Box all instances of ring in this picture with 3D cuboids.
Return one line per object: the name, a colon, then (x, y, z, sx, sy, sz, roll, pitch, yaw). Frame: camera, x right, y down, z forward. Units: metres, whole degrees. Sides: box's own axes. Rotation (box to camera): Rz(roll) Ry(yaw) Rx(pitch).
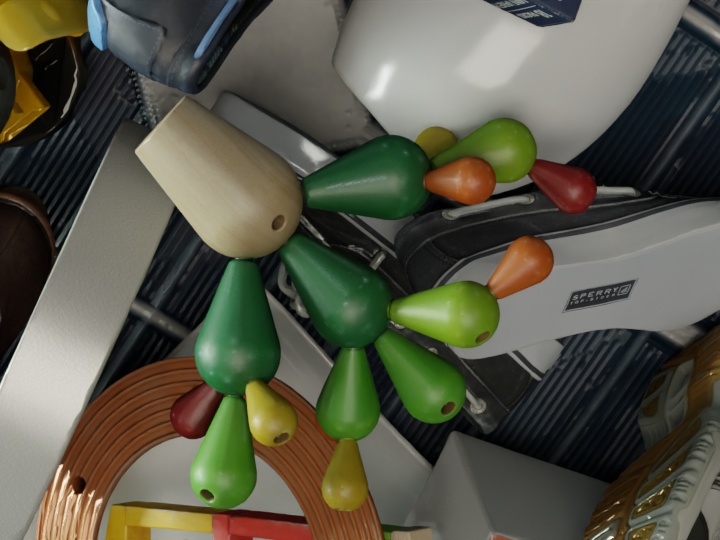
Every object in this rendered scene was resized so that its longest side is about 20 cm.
ring: (-0.066, 0.138, 1.130, 0.200, 0.019, 0.201, 1, 92, 34)

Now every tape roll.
tape roll: (-0.128, 0.031, 1.092, 0.037, 0.203, 0.203, 24, 106, -5)

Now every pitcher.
pitcher: (0.071, -0.144, 1.092, 0.200, 0.121, 0.172, -42, 80, 4)

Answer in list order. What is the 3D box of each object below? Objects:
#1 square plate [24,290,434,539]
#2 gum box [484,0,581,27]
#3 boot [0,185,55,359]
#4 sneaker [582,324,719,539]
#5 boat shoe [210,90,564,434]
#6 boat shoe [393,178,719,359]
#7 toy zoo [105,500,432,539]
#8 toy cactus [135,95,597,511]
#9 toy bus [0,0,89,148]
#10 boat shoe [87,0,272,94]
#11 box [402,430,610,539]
square plate: (-0.056, 0.134, 1.214, 0.200, 0.028, 0.198, -41, 103, 12)
gum box: (0.023, -0.214, 0.989, 0.200, 0.045, 0.170, 23, 85, -15)
boot: (-0.208, 0.054, 1.115, 0.072, 0.166, 0.200, 34, 106, -9)
sneaker: (0.161, 0.102, 1.116, 0.088, 0.200, 0.076, 47, 127, -8)
boat shoe: (-0.001, 0.000, 1.149, 0.199, 0.074, 0.068, 39, 89, -21)
boat shoe: (0.104, -0.012, 1.128, 0.200, 0.068, 0.072, -12, 141, -32)
toy zoo: (-0.055, 0.175, 1.148, 0.200, 0.020, 0.132, 2, 93, 34)
toy cactus: (-0.017, -0.005, 1.011, 0.165, 0.102, 0.200, 43, 92, -6)
toy bus: (-0.235, -0.105, 1.094, 0.200, 0.136, 0.192, -39, 91, 14)
boat shoe: (-0.023, -0.141, 1.042, 0.069, 0.084, 0.200, 41, 75, 16)
box: (0.113, 0.176, 1.172, 0.200, 0.098, 0.125, 19, 110, -17)
